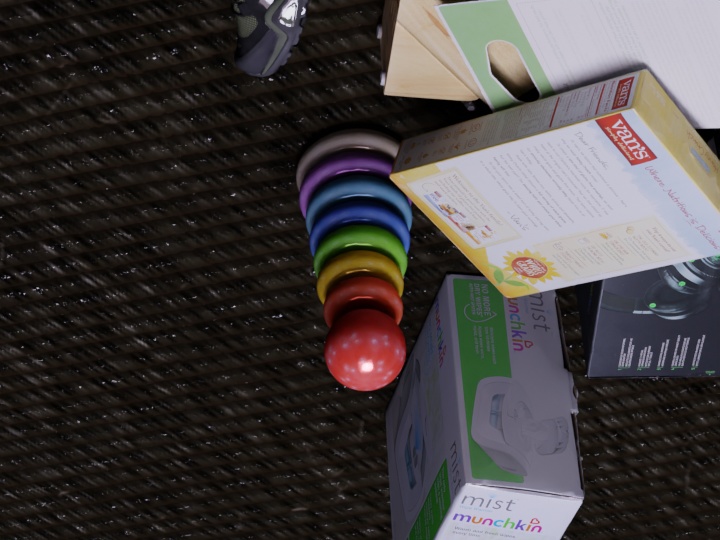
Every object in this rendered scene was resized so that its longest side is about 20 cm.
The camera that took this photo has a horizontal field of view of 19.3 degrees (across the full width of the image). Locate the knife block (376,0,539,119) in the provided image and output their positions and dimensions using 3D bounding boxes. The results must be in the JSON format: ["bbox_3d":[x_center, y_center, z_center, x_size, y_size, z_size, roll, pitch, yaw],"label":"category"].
[{"bbox_3d":[0.103,-0.163,1.367,0.175,0.064,0.200,2,138,-7],"label":"knife block"}]

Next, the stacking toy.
[{"bbox_3d":[0.000,0.000,1.439,0.085,0.200,0.085,-2,139,-1],"label":"stacking toy"}]

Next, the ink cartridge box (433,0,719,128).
[{"bbox_3d":[0.165,-0.143,1.312,0.200,0.048,0.146,0,146,28],"label":"ink cartridge box"}]

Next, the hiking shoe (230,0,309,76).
[{"bbox_3d":[-0.075,-0.212,1.306,0.101,0.076,0.200,9,128,-1],"label":"hiking shoe"}]

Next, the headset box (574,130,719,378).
[{"bbox_3d":[0.251,-0.009,1.524,0.200,0.093,0.174,-1,139,-2],"label":"headset box"}]

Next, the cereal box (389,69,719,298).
[{"bbox_3d":[0.139,-0.052,1.384,0.200,0.040,0.144,-13,134,39],"label":"cereal box"}]

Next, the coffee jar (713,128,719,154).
[{"bbox_3d":[0.316,-0.103,1.362,0.085,0.104,0.200,-20,-173,-35],"label":"coffee jar"}]

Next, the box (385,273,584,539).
[{"bbox_3d":[0.091,0.137,1.599,0.097,0.200,0.177,8,138,-12],"label":"box"}]
